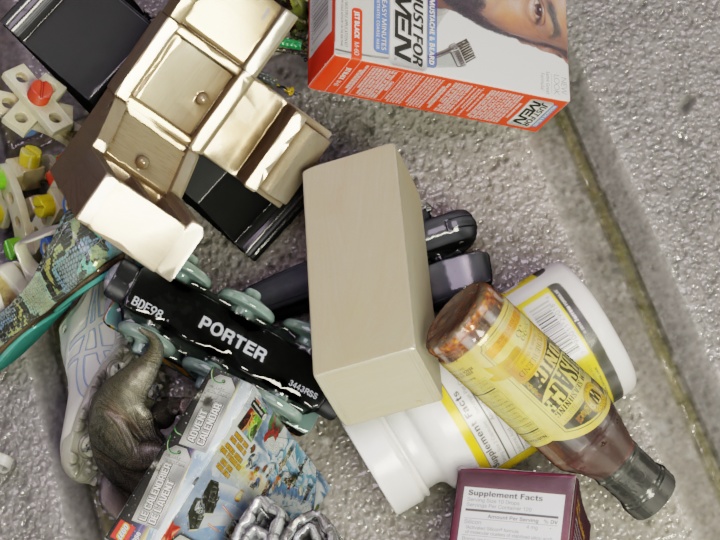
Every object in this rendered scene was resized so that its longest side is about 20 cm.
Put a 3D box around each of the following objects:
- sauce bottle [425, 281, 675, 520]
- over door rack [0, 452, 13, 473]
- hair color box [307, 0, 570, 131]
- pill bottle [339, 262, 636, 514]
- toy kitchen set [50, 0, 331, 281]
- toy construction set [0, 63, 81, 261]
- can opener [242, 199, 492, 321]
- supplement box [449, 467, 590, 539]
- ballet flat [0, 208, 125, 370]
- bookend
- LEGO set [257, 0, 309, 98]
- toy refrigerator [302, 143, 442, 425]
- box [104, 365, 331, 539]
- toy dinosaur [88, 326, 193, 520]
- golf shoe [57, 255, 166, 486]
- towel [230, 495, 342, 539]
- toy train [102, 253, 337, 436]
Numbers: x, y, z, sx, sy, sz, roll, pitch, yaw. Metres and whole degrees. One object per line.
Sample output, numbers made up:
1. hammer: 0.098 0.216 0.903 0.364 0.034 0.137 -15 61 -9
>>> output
1. sauce bottle: 0.134 0.092 1.240 0.200 0.066 0.066 40 76 -15
2. over door rack: -0.384 0.186 1.404 0.199 0.067 0.148 16 68 -2
3. hair color box: 0.062 -0.186 1.428 0.199 0.064 0.111 9 67 -22
4. pill bottle: 0.089 0.089 1.321 0.199 0.111 0.112 -31 62 -3
5. toy kitchen set: -0.090 -0.092 1.298 0.200 0.163 0.180 -55 20 3
6. toy construction set: -0.243 -0.076 1.444 0.092 0.200 0.132 -18 68 -22
7. can opener: 0.000 0.000 1.412 0.199 0.063 0.079 -14 63 6
8. supplement box: 0.102 0.247 1.243 0.085 0.110 0.201 3 65 14
9. ballet flat: -0.251 0.011 1.413 0.200 0.074 0.075 -37 53 39
10. bookend: -0.151 -0.131 1.430 0.199 0.200 0.092 41 85 27
11. LEGO set: -0.047 -0.214 1.497 0.199 0.116 0.155 -2 83 -22
12. toy refrigerator: 0.008 0.009 1.311 0.076 0.070 0.201 -17 47 12
13. box: -0.094 0.169 1.277 0.040 0.200 0.137 23 71 25
14. toy dinosaur: -0.158 0.127 1.307 0.102 0.201 0.077 7 47 20
15. golf shoe: -0.202 0.074 1.434 0.097 0.078 0.201 1 61 36
16. towel: -0.061 0.273 1.241 0.085 0.166 0.201 16 69 15
17. toy train: -0.102 0.056 1.348 0.199 0.114 0.085 28 74 -7
